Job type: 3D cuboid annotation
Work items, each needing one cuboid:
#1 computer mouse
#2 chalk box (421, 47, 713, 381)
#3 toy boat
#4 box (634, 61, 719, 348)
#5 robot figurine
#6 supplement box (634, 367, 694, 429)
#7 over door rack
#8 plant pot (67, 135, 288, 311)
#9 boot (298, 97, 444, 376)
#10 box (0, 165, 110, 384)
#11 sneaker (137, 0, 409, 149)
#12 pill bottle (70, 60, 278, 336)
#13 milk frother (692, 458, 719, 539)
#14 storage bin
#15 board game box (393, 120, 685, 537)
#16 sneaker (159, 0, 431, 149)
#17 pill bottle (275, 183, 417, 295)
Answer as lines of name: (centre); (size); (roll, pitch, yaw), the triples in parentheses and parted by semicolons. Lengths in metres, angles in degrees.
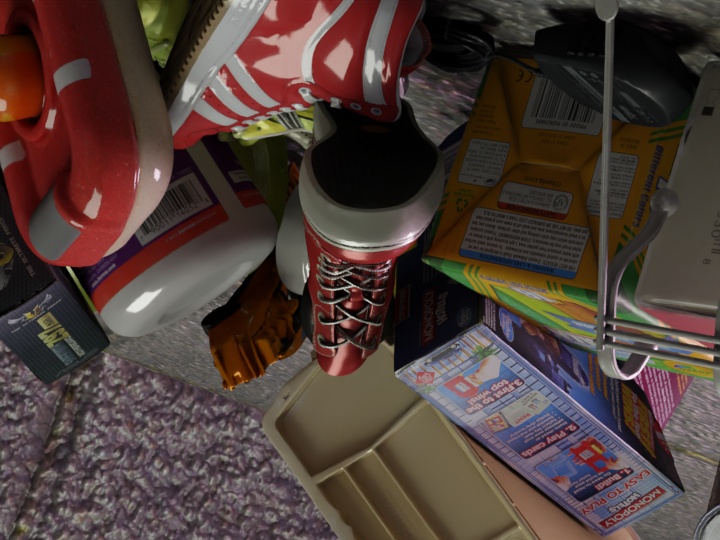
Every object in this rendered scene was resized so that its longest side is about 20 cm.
computer mouse: (0.092, -0.108, 1.302); (0.200, 0.034, 0.059); (19, 165, 49)
chalk box: (0.149, -0.019, 1.390); (0.125, 0.124, 0.200); (11, 168, 41)
toy boat: (-0.183, -0.099, 1.338); (0.130, 0.201, 0.131); (-8, 161, -28)
box: (0.244, -0.004, 1.277); (0.109, 0.128, 0.200); (8, 166, 45)
robot figurine: (-0.069, -0.007, 1.780); (0.058, 0.145, 0.200); (-21, -163, 23)
supplement box: (0.134, 0.082, 1.729); (0.110, 0.200, 0.086); (12, 138, 31)
over door rack: (0.166, -0.042, 1.143); (0.147, 0.201, 0.066); (10, -157, 44)
plant pot: (-0.155, -0.061, 1.627); (0.192, 0.201, 0.200); (0, 163, 27)
boot: (0.000, 0.000, 1.357); (0.072, 0.145, 0.200); (5, -163, -3)
box: (-0.219, -0.044, 1.471); (0.200, 0.051, 0.158); (57, 176, 14)
sneaker: (-0.069, -0.112, 1.432); (0.199, 0.077, 0.075); (23, 171, -18)
pill bottle: (-0.140, -0.071, 1.479); (0.200, 0.112, 0.112); (57, 174, 7)
milk frother: (0.230, 0.071, 1.544); (0.199, 0.188, 0.181); (12, 136, 10)
storage bin: (0.056, 0.123, 1.532); (0.199, 0.094, 0.200); (54, -165, 10)
board game box: (0.103, 0.046, 1.507); (0.062, 0.200, 0.200); (-31, 119, 22)
sneaker: (-0.035, -0.102, 1.336); (0.112, 0.071, 0.200); (20, 152, -13)
pill bottle: (0.051, -0.005, 1.697); (0.199, 0.113, 0.113); (14, 170, 28)
